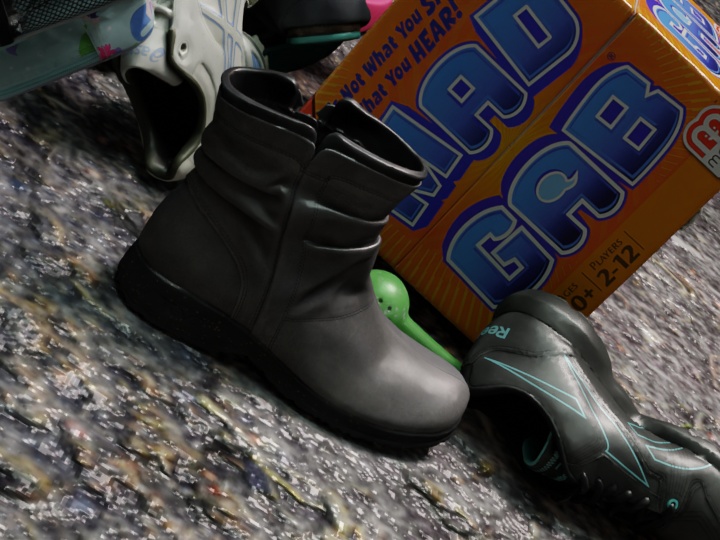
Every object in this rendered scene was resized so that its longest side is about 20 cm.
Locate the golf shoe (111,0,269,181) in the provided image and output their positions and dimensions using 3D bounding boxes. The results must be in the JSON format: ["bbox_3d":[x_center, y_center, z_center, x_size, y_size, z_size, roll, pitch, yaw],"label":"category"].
[{"bbox_3d":[-0.096,-0.142,0.813,0.078,0.202,0.097,1,29,19],"label":"golf shoe"}]

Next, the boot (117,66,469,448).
[{"bbox_3d":[-0.004,-0.002,0.739,0.199,0.132,0.070,26,26,-23],"label":"boot"}]

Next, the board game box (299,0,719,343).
[{"bbox_3d":[0.100,-0.100,0.935,0.200,0.200,0.200,42,22,-5],"label":"board game box"}]

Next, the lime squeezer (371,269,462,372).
[{"bbox_3d":[0.000,0.000,0.855,0.200,0.038,0.070,45,26,17],"label":"lime squeezer"}]

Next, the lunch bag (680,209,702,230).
[{"bbox_3d":[0.209,-0.135,1.276,0.200,0.118,0.164,39,24,-11],"label":"lunch bag"}]

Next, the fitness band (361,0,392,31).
[{"bbox_3d":[-0.062,-0.258,1.215,0.199,0.038,0.144,32,26,-10],"label":"fitness band"}]

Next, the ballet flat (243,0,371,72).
[{"bbox_3d":[-0.036,-0.161,0.939,0.073,0.073,0.200,32,-6,-12],"label":"ballet flat"}]

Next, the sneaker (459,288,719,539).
[{"bbox_3d":[0.131,0.105,0.836,0.200,0.075,0.079,44,51,3],"label":"sneaker"}]

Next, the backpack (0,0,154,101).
[{"bbox_3d":[-0.197,-0.167,0.724,0.199,0.151,0.178,-23,54,-17],"label":"backpack"}]
